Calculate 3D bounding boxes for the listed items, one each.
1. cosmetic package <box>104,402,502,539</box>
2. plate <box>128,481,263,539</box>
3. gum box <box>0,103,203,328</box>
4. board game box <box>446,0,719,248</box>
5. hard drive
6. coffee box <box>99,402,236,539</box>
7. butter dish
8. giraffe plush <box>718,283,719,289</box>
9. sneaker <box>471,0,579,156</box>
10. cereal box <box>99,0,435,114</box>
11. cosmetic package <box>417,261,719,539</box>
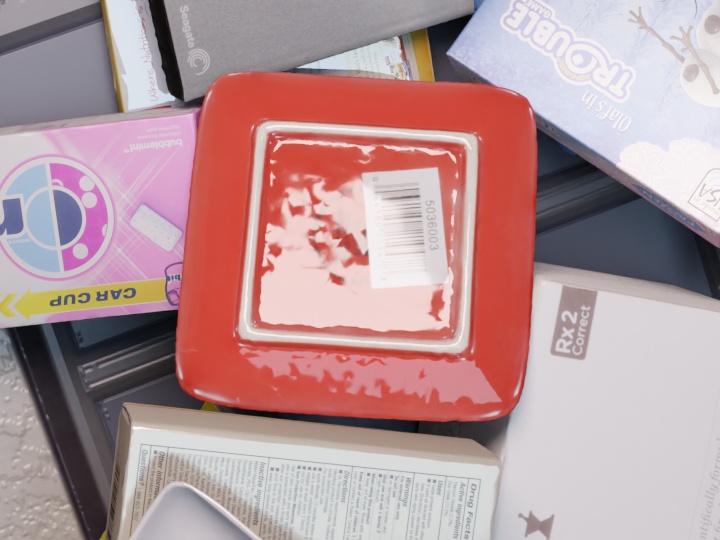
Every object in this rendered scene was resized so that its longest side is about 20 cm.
[{"bbox_3d":[-0.033,0.134,1.093,0.198,0.073,0.104,8,94,-12],"label":"cosmetic package"},{"bbox_3d":[-0.061,0.232,1.032,0.199,0.032,0.201,36,109,5],"label":"plate"},{"bbox_3d":[-0.184,-0.030,1.226,0.198,0.066,0.114,-6,99,4],"label":"gum box"},{"bbox_3d":[0.188,-0.151,1.222,0.199,0.043,0.200,34,88,15],"label":"board game box"},{"bbox_3d":[-0.035,-0.195,1.214,0.199,0.033,0.141,-19,111,-21],"label":"hard drive"},{"bbox_3d":[-0.064,0.225,1.235,0.197,0.200,0.200,39,87,-13],"label":"coffee box"},{"bbox_3d":[0.000,0.000,1.207,0.198,0.148,0.202,3,73,2],"label":"butter dish"},{"bbox_3d":[0.253,-0.089,1.294,0.162,0.173,0.200,41,119,-19],"label":"giraffe plush"},{"bbox_3d":[0.098,-0.165,1.303,0.078,0.066,0.202,-16,99,1],"label":"sneaker"},{"bbox_3d":[-0.057,-0.141,1.279,0.198,0.040,0.145,-10,97,-10],"label":"cereal box"},{"bbox_3d":[0.141,0.087,1.266,0.164,0.200,0.166,9,95,-13],"label":"cosmetic package"}]
